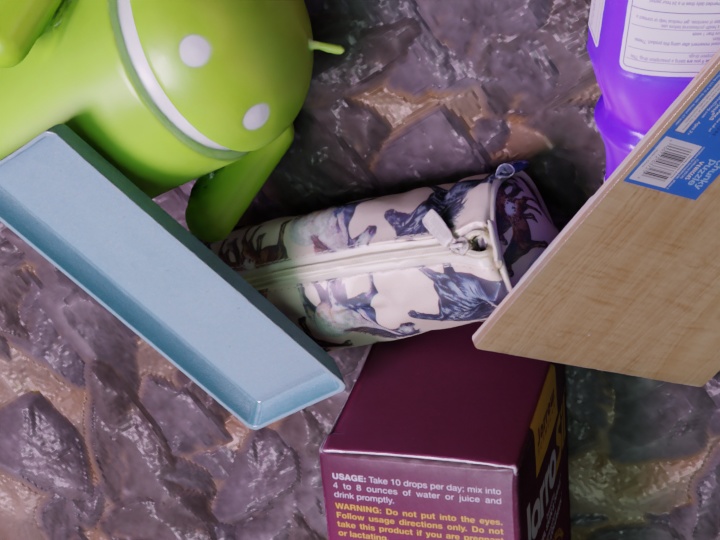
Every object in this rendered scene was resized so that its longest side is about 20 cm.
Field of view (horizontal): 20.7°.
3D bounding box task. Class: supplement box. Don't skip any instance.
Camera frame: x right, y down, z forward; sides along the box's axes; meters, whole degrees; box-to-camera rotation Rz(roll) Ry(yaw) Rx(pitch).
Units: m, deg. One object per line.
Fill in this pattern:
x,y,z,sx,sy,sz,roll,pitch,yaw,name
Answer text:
0.050,0.141,1.023,0.102,0.131,0.202,4,122,16,supplement box

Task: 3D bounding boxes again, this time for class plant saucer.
-0.095,0.004,0.943,0.070,0.019,0.200,-26,125,37,plant saucer

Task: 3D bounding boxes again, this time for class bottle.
0.143,-0.108,0.871,0.083,0.066,0.201,-2,129,-7,bottle

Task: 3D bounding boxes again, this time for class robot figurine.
-0.108,-0.095,0.946,0.199,0.116,0.175,-21,134,30,robot figurine

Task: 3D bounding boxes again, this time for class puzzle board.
0.161,-0.022,0.902,0.150,0.017,0.200,11,132,-34,puzzle board

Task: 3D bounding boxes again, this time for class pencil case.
0.000,0.000,0.982,0.198,0.079,0.089,-10,160,26,pencil case
